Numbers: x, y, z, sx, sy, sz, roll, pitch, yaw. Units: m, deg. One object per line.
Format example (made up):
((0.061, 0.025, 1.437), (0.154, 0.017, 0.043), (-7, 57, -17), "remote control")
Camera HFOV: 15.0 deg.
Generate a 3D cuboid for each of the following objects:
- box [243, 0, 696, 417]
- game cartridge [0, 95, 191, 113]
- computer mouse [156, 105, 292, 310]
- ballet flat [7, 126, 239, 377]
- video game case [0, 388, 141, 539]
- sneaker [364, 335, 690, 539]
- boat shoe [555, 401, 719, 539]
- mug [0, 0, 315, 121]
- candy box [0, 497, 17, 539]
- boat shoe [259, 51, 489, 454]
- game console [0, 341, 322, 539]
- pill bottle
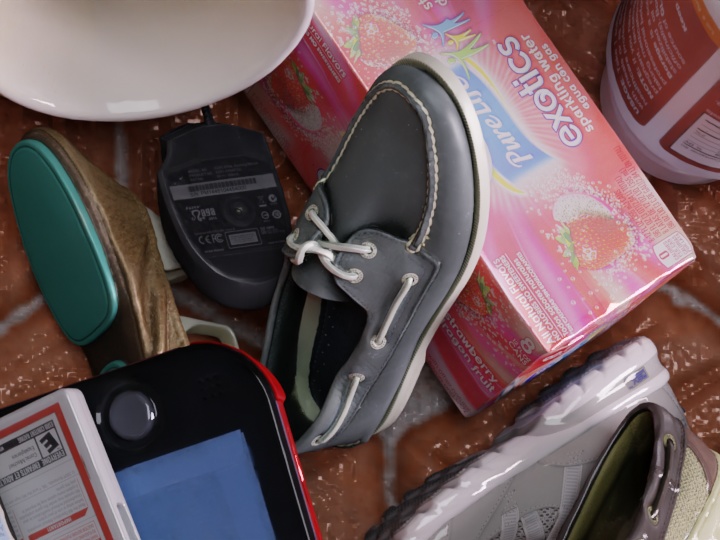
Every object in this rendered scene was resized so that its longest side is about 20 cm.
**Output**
((0.044, -0.050, 1.222), (0.095, 0.103, 0.200), (-31, 84, -27), "box")
((-0.160, -0.166, 1.257), (0.200, 0.032, 0.177), (4, 75, -9), "game cartridge")
((-0.076, -0.072, 1.223), (0.059, 0.034, 0.200), (-6, 68, -24), "computer mouse")
((-0.091, 0.026, 1.207), (0.072, 0.068, 0.200), (-16, 78, -35), "ballet flat")
((-0.142, 0.168, 1.140), (0.143, 0.017, 0.200), (-26, 80, 17), "video game case")
((0.072, 0.114, 1.206), (0.200, 0.075, 0.082), (-36, 92, -13), "sneaker")
((0.092, 0.140, 1.143), (0.065, 0.073, 0.200), (47, 52, -18), "boat shoe")
((-0.107, -0.176, 1.151), (0.149, 0.187, 0.153), (-14, 59, 8), "mug")
((-0.183, 0.196, 1.111), (0.136, 0.061, 0.200), (-25, 81, 15), "candy box")
((0.000, 0.000, 1.160), (0.062, 0.200, 0.073), (-24, 53, -41), "boat shoe")
((-0.094, 0.143, 1.145), (0.177, 0.031, 0.200), (-18, 82, 12), "game console")
((0.174, -0.106, 1.218), (0.112, 0.200, 0.112), (3, 75, -11), "pill bottle")
